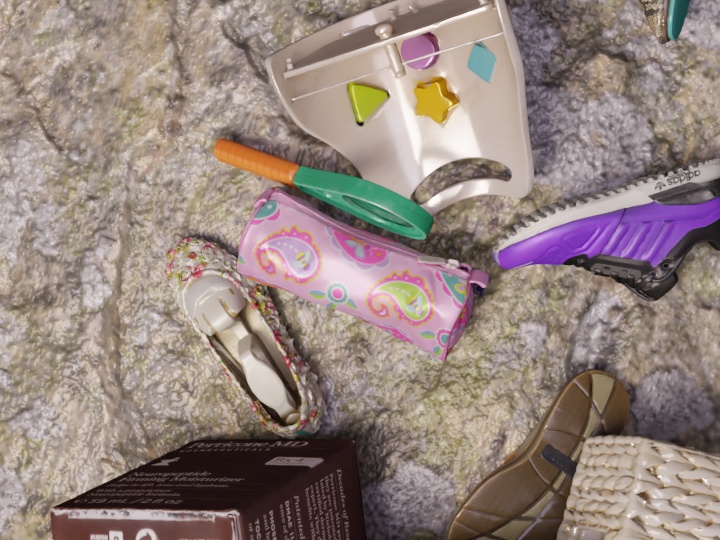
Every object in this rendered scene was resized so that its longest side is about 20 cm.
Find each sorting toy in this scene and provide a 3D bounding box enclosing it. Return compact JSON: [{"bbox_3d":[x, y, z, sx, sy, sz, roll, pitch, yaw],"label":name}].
[{"bbox_3d":[0.056,-0.127,1.038,0.200,0.107,0.180,-14,108,24],"label":"sorting toy"}]

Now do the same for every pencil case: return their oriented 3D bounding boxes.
[{"bbox_3d":[0.000,0.000,1.051,0.200,0.087,0.088,22,95,4],"label":"pencil case"}]

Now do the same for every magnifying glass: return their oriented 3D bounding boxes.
[{"bbox_3d":[-0.032,-0.068,1.049,0.200,0.080,0.022,23,82,23],"label":"magnifying glass"}]

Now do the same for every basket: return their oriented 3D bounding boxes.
[{"bbox_3d":[0.265,0.207,0.998,0.200,0.136,0.124,16,79,-10],"label":"basket"}]

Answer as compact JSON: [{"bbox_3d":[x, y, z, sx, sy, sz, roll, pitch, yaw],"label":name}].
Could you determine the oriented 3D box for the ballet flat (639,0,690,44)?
[{"bbox_3d":[0.251,-0.281,1.032,0.075,0.068,0.200,21,90,25],"label":"ballet flat"}]

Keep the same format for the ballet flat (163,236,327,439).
[{"bbox_3d":[-0.096,0.055,1.075,0.076,0.064,0.200,-38,89,8],"label":"ballet flat"}]

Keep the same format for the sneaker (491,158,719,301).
[{"bbox_3d":[0.210,-0.017,1.042,0.200,0.070,0.100,-18,94,6],"label":"sneaker"}]

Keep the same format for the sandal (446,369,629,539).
[{"bbox_3d":[0.149,0.168,1.071,0.080,0.054,0.200,39,81,-4],"label":"sandal"}]

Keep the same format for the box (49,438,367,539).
[{"bbox_3d":[-0.107,0.233,0.994,0.166,0.200,0.165,-4,96,25],"label":"box"}]
